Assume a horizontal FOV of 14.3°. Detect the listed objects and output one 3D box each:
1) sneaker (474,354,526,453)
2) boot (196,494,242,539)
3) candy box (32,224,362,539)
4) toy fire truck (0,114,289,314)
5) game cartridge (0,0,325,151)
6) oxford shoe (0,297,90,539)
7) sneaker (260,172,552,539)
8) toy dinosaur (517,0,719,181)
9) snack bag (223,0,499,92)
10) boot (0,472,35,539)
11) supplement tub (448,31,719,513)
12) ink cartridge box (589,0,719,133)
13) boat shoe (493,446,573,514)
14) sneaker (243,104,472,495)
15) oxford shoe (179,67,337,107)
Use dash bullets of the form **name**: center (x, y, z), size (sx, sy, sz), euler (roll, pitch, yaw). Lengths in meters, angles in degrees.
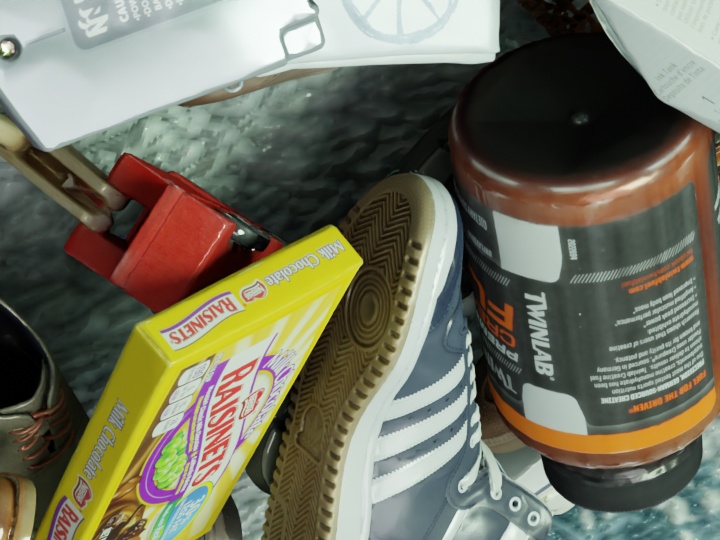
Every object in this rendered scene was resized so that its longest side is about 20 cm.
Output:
- **sneaker**: center (0.104, -0.008, 1.289), size (0.200, 0.070, 0.076), euler (-45, 116, 8)
- **boot**: center (-0.154, 0.173, 1.299), size (0.150, 0.073, 0.200), euler (12, 118, -34)
- **candy box**: center (-0.072, 0.065, 1.136), size (0.102, 0.026, 0.200), euler (-31, 161, -38)
- **toy fire truck**: center (-0.106, -0.031, 1.128), size (0.049, 0.141, 0.200), euler (-56, 170, 2)
- **game cartridge**: center (-0.101, -0.150, 1.008), size (0.133, 0.040, 0.200), euler (-21, 109, -15)
- **oxford shoe**: center (-0.147, 0.063, 1.179), size (0.071, 0.074, 0.200), euler (-53, 127, -19)
- **sneaker**: center (0.032, 0.055, 1.181), size (0.108, 0.070, 0.200), euler (3, 113, -30)
- **toy dinosaur**: center (0.158, -0.077, 1.192), size (0.200, 0.102, 0.136), euler (8, 140, -15)
- **snack bag**: center (-0.042, -0.161, 1.054), size (0.200, 0.021, 0.189), euler (-6, 105, -17)
- **boot**: center (-0.235, 0.092, 1.145), size (0.155, 0.200, 0.077), euler (32, 65, -33)
- **supplement tub**: center (0.099, 0.008, 1.186), size (0.107, 0.107, 0.200), euler (-20, 131, -9)
- **ink cartridge box**: center (0.127, -0.145, 1.088), size (0.200, 0.162, 0.050), euler (28, 153, -8)
- **boat shoe**: center (0.084, 0.087, 1.349), size (0.200, 0.071, 0.070), euler (-32, 132, -7)
- **sneaker**: center (0.000, 0.000, 1.232), size (0.075, 0.079, 0.200), euler (40, 86, -38)
- **oxford shoe**: center (0.001, -0.126, 1.138), size (0.200, 0.071, 0.073), euler (-25, 162, -8)
